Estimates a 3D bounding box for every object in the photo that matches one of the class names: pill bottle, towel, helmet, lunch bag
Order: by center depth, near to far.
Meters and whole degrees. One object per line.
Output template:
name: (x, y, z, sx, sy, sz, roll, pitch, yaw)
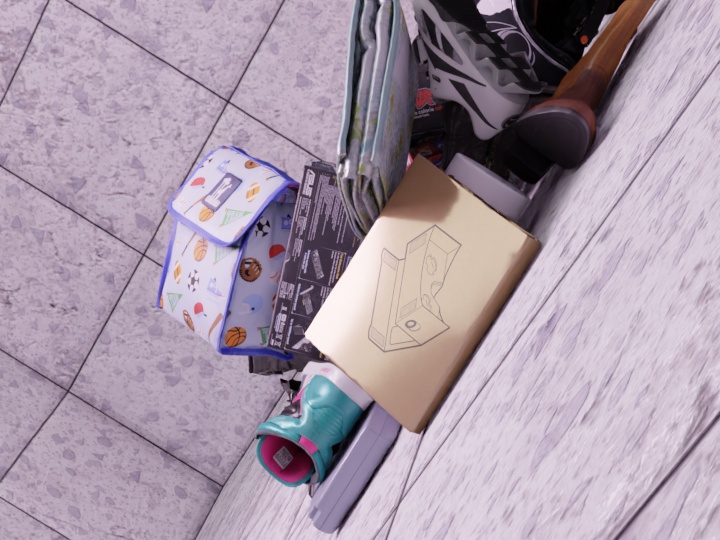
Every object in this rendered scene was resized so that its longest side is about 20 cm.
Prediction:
towel: (0.015, -0.145, 1.524, 0.171, 0.048, 0.201, 73, -156, -67)
pill bottle: (0.072, -0.004, 1.525, 0.201, 0.111, 0.111, -58, 3, 8)
lunch bag: (-0.134, -0.024, 1.783, 0.170, 0.123, 0.201, 31, 110, 52)
helmet: (0.191, -0.284, 1.854, 0.201, 0.200, 0.190, -59, 19, -17)

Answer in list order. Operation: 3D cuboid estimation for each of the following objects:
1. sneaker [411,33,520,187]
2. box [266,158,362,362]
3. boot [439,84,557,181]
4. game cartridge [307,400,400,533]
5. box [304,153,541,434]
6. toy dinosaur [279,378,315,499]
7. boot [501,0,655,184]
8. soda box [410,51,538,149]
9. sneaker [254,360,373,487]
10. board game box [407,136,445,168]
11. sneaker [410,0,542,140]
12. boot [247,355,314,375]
sneaker: (0.121, -0.175, 1.843, 0.067, 0.107, 0.202, 131, 132, -56)
box: (0.000, 0.000, 1.686, 0.050, 0.157, 0.201, -39, -38, -75)
boot: (0.136, -0.104, 1.640, 0.069, 0.199, 0.175, 13, 101, 51)
game cartridge: (0.000, 0.178, 1.648, 0.134, 0.040, 0.200, -62, 2, 11)
box: (0.052, 0.019, 1.444, 0.021, 0.163, 0.201, 22, -77, -48)
toy dinosaur: (-0.043, 0.197, 1.866, 0.200, 0.102, 0.137, 180, 97, -72)
boot: (0.223, -0.179, 1.505, 0.200, 0.068, 0.188, -51, -6, -11)
soda box: (0.096, -0.173, 1.706, 0.199, 0.071, 0.063, -16, -12, -32)
sneaker: (-0.054, 0.161, 1.656, 0.121, 0.084, 0.200, -49, 2, -11)
board game box: (0.125, -0.130, 1.727, 0.199, 0.020, 0.103, -20, -11, -20)
sneaker: (0.080, -0.207, 1.533, 0.074, 0.200, 0.089, -3, -39, -46)
boot: (-0.050, 0.099, 1.893, 0.200, 0.130, 0.068, 31, -126, -69)
